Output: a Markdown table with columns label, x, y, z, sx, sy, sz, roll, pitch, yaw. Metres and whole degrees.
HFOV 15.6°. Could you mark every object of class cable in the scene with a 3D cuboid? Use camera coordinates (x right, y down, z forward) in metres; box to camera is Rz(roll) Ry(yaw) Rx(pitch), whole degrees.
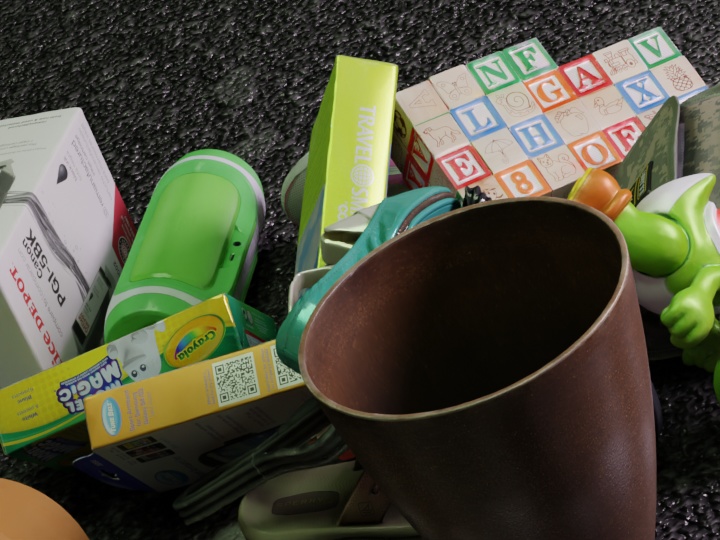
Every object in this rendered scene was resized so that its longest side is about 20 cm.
| label | x | y | z | sx | sy | sz | roll | pitch | yaw |
| --- | --- | --- | --- | --- | --- | --- | --- | --- | --- |
| cable | -0.038 | 0.117 | 1.577 | 0.200 | 0.050 | 0.097 | -38 | 10 | 27 |

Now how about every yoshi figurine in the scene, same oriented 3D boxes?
| label | x | y | z | sx | sy | sz | roll | pitch | yaw |
| --- | --- | --- | --- | --- | --- | --- | --- | --- | --- |
| yoshi figurine | 0.196 | 0.027 | 1.518 | 0.199 | 0.112 | 0.113 | 27 | 45 | 3 |

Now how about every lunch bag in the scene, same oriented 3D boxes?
| label | x | y | z | sx | sy | sz | roll | pitch | yaw |
| --- | --- | --- | --- | --- | --- | --- | --- | --- | --- |
| lunch bag | 0.234 | -0.036 | 1.630 | 0.199 | 0.118 | 0.164 | -20 | 31 | 22 |

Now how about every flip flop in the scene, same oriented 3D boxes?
| label | x | y | z | sx | sy | sz | roll | pitch | yaw |
| --- | --- | --- | --- | --- | --- | --- | --- | --- | --- |
| flip flop | 0.013 | 0.123 | 1.592 | 0.199 | 0.058 | 0.081 | -11 | 33 | 22 |

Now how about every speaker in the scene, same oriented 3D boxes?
| label | x | y | z | sx | sy | sz | roll | pitch | yaw |
| --- | --- | --- | --- | --- | --- | --- | --- | --- | --- |
| speaker | -0.122 | -0.002 | 1.857 | 0.088 | 0.089 | 0.200 | -12 | 32 | 19 |

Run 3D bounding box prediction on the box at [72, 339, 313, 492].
| label | x | y | z | sx | sy | sz | roll | pitch | yaw |
| --- | --- | --- | --- | --- | --- | --- | --- | --- | --- |
| box | -0.081 | 0.090 | 1.654 | 0.199 | 0.119 | 0.042 | -15 | 68 | 13 |

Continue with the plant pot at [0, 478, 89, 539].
| label | x | y | z | sx | sy | sz | roll | pitch | yaw |
| --- | --- | --- | --- | --- | --- | --- | --- | --- | --- |
| plant pot | -0.235 | 0.210 | 1.523 | 0.199 | 0.201 | 0.140 | -12 | 16 | 20 |

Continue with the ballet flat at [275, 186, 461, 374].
| label | x | y | z | sx | sy | sz | roll | pitch | yaw |
| --- | --- | --- | --- | --- | --- | --- | --- | --- | --- |
| ballet flat | 0.000 | 0.000 | 1.577 | 0.070 | 0.068 | 0.200 | 14 | 34 | 14 |

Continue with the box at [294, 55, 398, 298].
| label | x | y | z | sx | sy | sz | roll | pitch | yaw |
| --- | --- | --- | --- | --- | --- | --- | --- | --- | --- |
| box | -0.014 | -0.023 | 1.706 | 0.047 | 0.122 | 0.201 | 9 | 64 | -7 |

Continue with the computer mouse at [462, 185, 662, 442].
| label | x | y | z | sx | sy | sz | roll | pitch | yaw |
| --- | --- | --- | --- | --- | --- | --- | --- | --- | --- |
| computer mouse | 0.107 | 0.050 | 1.589 | 0.053 | 0.139 | 0.200 | -26 | 40 | -18 |

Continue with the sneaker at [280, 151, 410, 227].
| label | x | y | z | sx | sy | sz | roll | pitch | yaw |
| --- | --- | --- | --- | --- | --- | --- | --- | --- | --- |
| sneaker | 0.018 | -0.041 | 1.822 | 0.199 | 0.082 | 0.088 | 2 | 38 | 38 |

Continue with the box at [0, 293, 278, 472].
| label | x | y | z | sx | sy | sz | roll | pitch | yaw |
| --- | --- | --- | --- | --- | --- | --- | --- | --- | --- |
| box | -0.155 | 0.080 | 1.716 | 0.199 | 0.049 | 0.117 | -22 | -15 | 11 |

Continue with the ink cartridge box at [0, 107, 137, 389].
| label | x | y | z | sx | sy | sz | roll | pitch | yaw |
| --- | --- | --- | --- | --- | --- | --- | --- | --- | --- |
| ink cartridge box | -0.237 | 0.002 | 1.871 | 0.082 | 0.147 | 0.200 | -8 | 35 | 21 |

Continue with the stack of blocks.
| label | x | y | z | sx | sy | sz | roll | pitch | yaw |
| --- | --- | --- | --- | --- | --- | --- | --- | --- | --- |
| stack of blocks | 0.130 | -0.094 | 1.760 | 0.199 | 0.059 | 0.115 | -22 | 62 | -20 |

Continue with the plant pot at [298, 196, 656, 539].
| label | x | y | z | sx | sy | sz | roll | pitch | yaw |
| --- | --- | --- | --- | --- | --- | --- | --- | --- | --- |
| plant pot | 0.088 | 0.095 | 1.443 | 0.186 | 0.201 | 0.187 | -18 | 32 | 11 |
